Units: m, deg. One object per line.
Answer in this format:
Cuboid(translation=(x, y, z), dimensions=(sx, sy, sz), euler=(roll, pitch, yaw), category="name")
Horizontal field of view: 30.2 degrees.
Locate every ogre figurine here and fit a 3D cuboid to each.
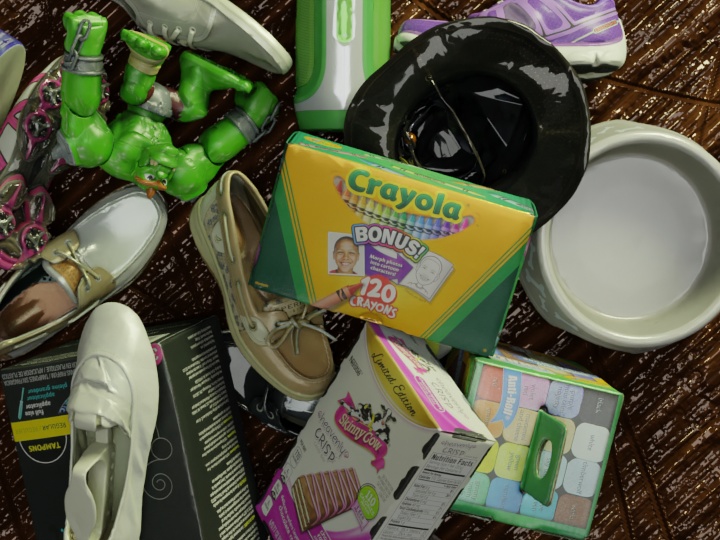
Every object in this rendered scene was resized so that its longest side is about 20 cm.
Cuboid(translation=(-0.166, -0.125, 1.088), dimensions=(0.098, 0.200, 0.120), euler=(32, 102, 30), category="ogre figurine")

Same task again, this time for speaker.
Cuboid(translation=(-0.014, -0.217, 1.107), dimensions=(0.088, 0.088, 0.201), euler=(0, 94, -2), category="speaker")

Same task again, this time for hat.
Cuboid(translation=(0.088, -0.108, 1.085), dimensions=(0.199, 0.081, 0.202), euler=(1, 101, 6), category="hat")

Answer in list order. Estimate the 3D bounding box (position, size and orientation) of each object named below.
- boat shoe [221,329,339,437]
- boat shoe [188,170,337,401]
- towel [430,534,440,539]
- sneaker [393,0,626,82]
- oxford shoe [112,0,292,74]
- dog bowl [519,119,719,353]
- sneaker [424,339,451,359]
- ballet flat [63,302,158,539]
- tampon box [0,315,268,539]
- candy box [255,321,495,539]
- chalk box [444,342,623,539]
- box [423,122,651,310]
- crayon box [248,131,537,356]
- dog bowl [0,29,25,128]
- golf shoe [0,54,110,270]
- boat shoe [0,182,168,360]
Cuboid(translation=(-0.053, 0.106, 1.138), dimensions=(0.199, 0.066, 0.075), euler=(26, 93, -3), category="boat shoe")
Cuboid(translation=(-0.077, 0.014, 1.105), dimensions=(0.073, 0.063, 0.201), euler=(-25, 79, -37), category="boat shoe")
Cuboid(translation=(0.005, 0.292, 1.118), dimensions=(0.132, 0.034, 0.201), euler=(28, 109, 38), category="towel")
Cuboid(translation=(0.124, -0.201, 1.129), dimensions=(0.199, 0.081, 0.084), euler=(-2, 81, -11), category="sneaker")
Cuboid(translation=(-0.147, -0.210, 1.109), dimensions=(0.199, 0.075, 0.058), euler=(31, 82, 4), category="oxford shoe")
Cuboid(translation=(0.228, -0.026, 1.107), dimensions=(0.199, 0.059, 0.201), euler=(0, 93, -3), category="dog bowl")
Cuboid(translation=(0.000, 0.000, 1.118), dimensions=(0.200, 0.075, 0.076), euler=(50, 51, 4), category="sneaker")
Cuboid(translation=(-0.190, 0.127, 0.987), dimensions=(0.069, 0.069, 0.201), euler=(4, 99, -2), category="ballet flat")
Cuboid(translation=(-0.182, 0.155, 1.090), dimensions=(0.149, 0.126, 0.201), euler=(-11, 95, 17), category="tampon box")
Cuboid(translation=(0.006, 0.161, 1.048), dimensions=(0.061, 0.137, 0.201), euler=(15, 115, -36), category="candy box")
Cuboid(translation=(0.129, 0.134, 1.079), dimensions=(0.123, 0.200, 0.125), euler=(14, 93, -3), category="chalk box")
Cuboid(translation=(0.137, -0.049, 1.149), dimensions=(0.199, 0.035, 0.111), euler=(18, 93, -3), category="box")
Cuboid(translation=(0.025, -0.021, 1.038), dimensions=(0.199, 0.058, 0.119), euler=(16, 105, 0), category="crayon box")
Cuboid(translation=(-0.346, -0.111, 1.047), dimensions=(0.079, 0.200, 0.201), euler=(28, 93, -6), category="dog bowl")
Cuboid(translation=(-0.280, -0.097, 1.112), dimensions=(0.073, 0.092, 0.201), euler=(37, 69, -39), category="golf shoe")
Cuboid(translation=(-0.241, 0.005, 1.124), dimensions=(0.200, 0.068, 0.075), euler=(-44, 94, 1), category="boat shoe")
